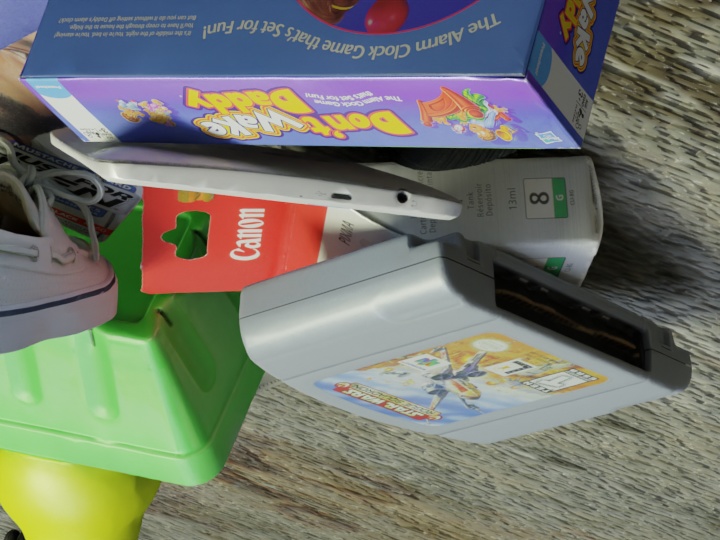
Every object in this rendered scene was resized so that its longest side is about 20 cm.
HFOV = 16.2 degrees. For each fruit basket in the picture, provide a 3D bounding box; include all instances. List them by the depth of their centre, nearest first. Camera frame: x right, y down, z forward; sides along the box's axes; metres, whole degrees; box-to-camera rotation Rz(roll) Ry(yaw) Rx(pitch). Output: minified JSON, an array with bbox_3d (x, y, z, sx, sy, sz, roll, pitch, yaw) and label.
[{"bbox_3d":[-0.145,0.059,1.336,0.214,0.156,0.216,16,145,11],"label":"fruit basket"}]

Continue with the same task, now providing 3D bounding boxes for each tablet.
[{"bbox_3d":[-0.045,-0.040,0.961,0.129,0.014,0.200,6,-175,-13],"label":"tablet"}]

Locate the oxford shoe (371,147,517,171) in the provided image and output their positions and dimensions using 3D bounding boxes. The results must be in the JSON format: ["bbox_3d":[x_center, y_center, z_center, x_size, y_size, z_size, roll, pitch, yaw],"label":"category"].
[{"bbox_3d":[-0.001,-0.091,0.986,0.199,0.073,0.085,10,-148,-39],"label":"oxford shoe"}]

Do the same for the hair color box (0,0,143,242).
[{"bbox_3d":[-0.128,-0.084,1.107,0.110,0.064,0.200,22,156,-13],"label":"hair color box"}]

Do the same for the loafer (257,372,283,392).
[{"bbox_3d":[-0.102,0.063,1.435,0.070,0.070,0.200,29,155,-29],"label":"loafer"}]

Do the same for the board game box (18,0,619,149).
[{"bbox_3d":[-0.007,-0.111,0.855,0.199,0.135,0.045,3,155,32],"label":"board game box"}]

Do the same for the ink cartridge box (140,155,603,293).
[{"bbox_3d":[0.000,0.000,1.161,0.199,0.050,0.161,-4,160,-6],"label":"ink cartridge box"}]

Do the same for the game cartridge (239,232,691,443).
[{"bbox_3d":[0.044,0.036,1.155,0.133,0.042,0.200,-22,152,34],"label":"game cartridge"}]

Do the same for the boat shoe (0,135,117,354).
[{"bbox_3d":[-0.155,-0.017,1.111,0.074,0.087,0.202,6,-173,13],"label":"boat shoe"}]

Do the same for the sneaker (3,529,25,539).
[{"bbox_3d":[-0.247,0.237,1.967,0.070,0.099,0.200,-2,-172,-15],"label":"sneaker"}]

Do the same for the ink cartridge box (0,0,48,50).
[{"bbox_3d":[-0.199,-0.138,0.941,0.196,0.043,0.200,-23,126,32],"label":"ink cartridge box"}]
